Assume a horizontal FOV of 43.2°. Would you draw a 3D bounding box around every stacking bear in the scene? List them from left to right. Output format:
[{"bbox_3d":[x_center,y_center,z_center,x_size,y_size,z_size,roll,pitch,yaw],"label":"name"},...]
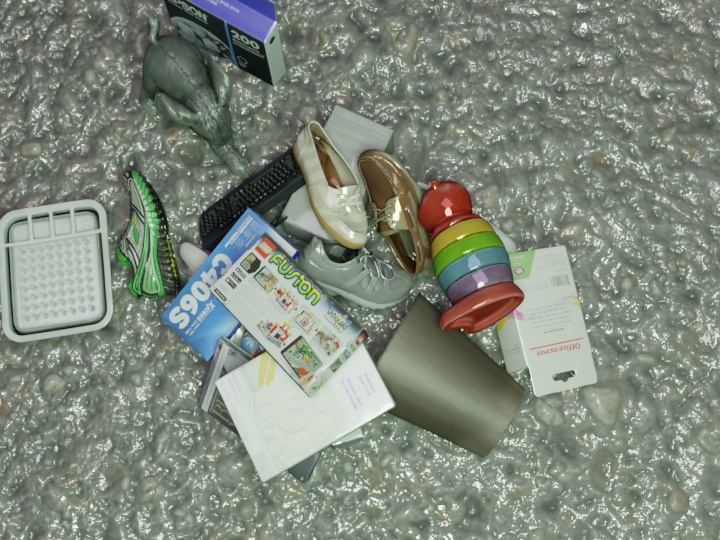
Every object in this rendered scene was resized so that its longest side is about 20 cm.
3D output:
[{"bbox_3d":[0.141,-0.030,1.264,0.113,0.121,0.204,-31,68,25],"label":"stacking bear"}]

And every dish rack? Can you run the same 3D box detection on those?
[{"bbox_3d":[-0.457,0.003,1.376,0.167,0.044,0.205,-8,76,-2],"label":"dish rack"}]

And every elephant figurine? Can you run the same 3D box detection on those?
[{"bbox_3d":[-0.240,-0.255,1.366,0.200,0.153,0.143,47,116,32],"label":"elephant figurine"}]

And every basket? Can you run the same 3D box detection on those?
[{"bbox_3d":[0.119,0.160,1.283,0.198,0.136,0.182,33,66,5],"label":"basket"}]

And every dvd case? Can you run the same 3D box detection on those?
[{"bbox_3d":[-0.135,0.199,1.279,0.198,0.150,0.016,34,41,9],"label":"dvd case"}]

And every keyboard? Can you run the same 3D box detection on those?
[{"bbox_3d":[-0.158,-0.093,1.353,0.198,0.021,0.129,-34,52,14],"label":"keyboard"}]

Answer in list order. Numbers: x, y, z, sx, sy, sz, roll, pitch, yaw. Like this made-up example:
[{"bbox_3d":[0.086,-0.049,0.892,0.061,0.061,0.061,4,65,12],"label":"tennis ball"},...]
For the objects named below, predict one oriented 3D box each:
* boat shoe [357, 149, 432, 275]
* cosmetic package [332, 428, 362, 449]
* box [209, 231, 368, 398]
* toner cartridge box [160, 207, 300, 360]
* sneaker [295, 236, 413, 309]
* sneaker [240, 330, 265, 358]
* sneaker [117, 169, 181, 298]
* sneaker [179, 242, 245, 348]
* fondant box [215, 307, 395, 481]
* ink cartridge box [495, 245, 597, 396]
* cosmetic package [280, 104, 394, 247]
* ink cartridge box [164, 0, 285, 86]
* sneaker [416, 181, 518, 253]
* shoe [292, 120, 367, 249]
[{"bbox_3d":[0.053,-0.081,1.317,0.072,0.075,0.202,-48,114,-36],"label":"boat shoe"},{"bbox_3d":[-0.042,0.149,1.312,0.049,0.083,0.204,-14,77,-2],"label":"cosmetic package"},{"bbox_3d":[-0.094,0.055,1.175,0.110,0.035,0.200,-43,65,-7],"label":"box"},{"bbox_3d":[-0.184,0.020,1.292,0.095,0.043,0.201,39,91,4],"label":"toner cartridge box"},{"bbox_3d":[0.000,0.000,1.311,0.196,0.083,0.076,8,41,-32],"label":"sneaker"},{"bbox_3d":[-0.117,0.086,1.262,0.088,0.203,0.075,-7,43,-30],"label":"sneaker"},{"bbox_3d":[-0.333,-0.056,1.370,0.083,0.078,0.204,-14,77,-2],"label":"sneaker"},{"bbox_3d":[-0.222,0.049,1.343,0.099,0.075,0.202,-35,78,-8],"label":"sneaker"},{"bbox_3d":[-0.071,0.162,1.193,0.197,0.058,0.146,-29,80,-2],"label":"fondant box"},{"bbox_3d":[0.258,0.076,1.312,0.115,0.067,0.205,-8,79,-21],"label":"ink cartridge box"},{"bbox_3d":[-0.033,-0.133,1.381,0.105,0.090,0.203,25,81,8],"label":"cosmetic package"},{"bbox_3d":[-0.211,-0.383,1.385,0.195,0.200,0.044,30,75,8],"label":"ink cartridge box"},{"bbox_3d":[0.149,-0.064,1.362,0.197,0.081,0.077,29,75,3],"label":"sneaker"},{"bbox_3d":[-0.041,-0.123,1.292,0.069,0.054,0.203,-11,64,-36],"label":"shoe"}]
